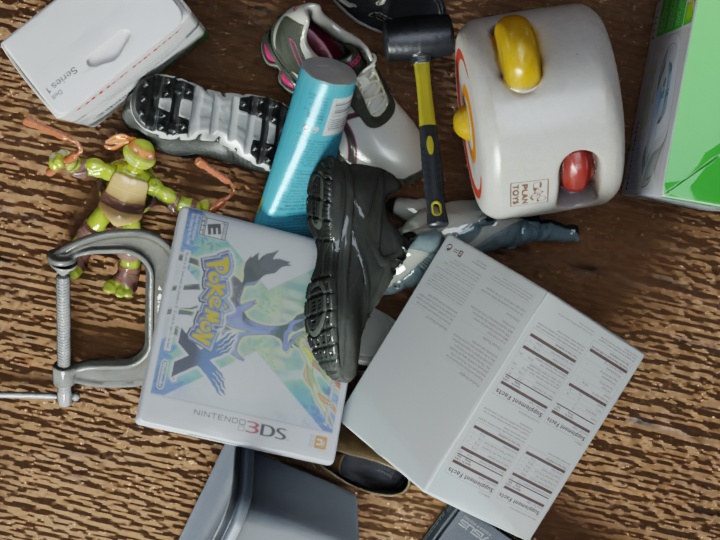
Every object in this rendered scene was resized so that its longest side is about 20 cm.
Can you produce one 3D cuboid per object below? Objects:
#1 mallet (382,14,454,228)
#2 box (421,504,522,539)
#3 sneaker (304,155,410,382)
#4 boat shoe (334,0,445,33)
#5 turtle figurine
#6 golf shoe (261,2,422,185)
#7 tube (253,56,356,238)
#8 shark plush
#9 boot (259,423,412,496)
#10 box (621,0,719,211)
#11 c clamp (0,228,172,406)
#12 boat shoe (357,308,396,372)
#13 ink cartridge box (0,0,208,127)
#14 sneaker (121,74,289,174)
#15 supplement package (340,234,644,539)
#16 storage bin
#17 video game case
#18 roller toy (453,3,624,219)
[{"bbox_3d":[0.050,-0.136,1.395,0.066,0.041,0.201,2,77,1],"label":"mallet"},{"bbox_3d":[0.126,0.336,1.490,0.200,0.051,0.158,37,93,-4],"label":"box"},{"bbox_3d":[0.000,0.000,1.379,0.091,0.076,0.201,3,91,-21],"label":"sneaker"},{"bbox_3d":[0.001,-0.275,1.415,0.200,0.060,0.074,35,90,-22],"label":"boat shoe"},{"bbox_3d":[-0.229,-0.064,1.428,0.200,0.064,0.162,17,116,-17],"label":"turtle figurine"},{"bbox_3d":[-0.007,-0.160,1.430,0.200,0.088,0.077,44,66,-6],"label":"golf shoe"},{"bbox_3d":[-0.052,-0.095,1.414,0.077,0.050,0.200,0,125,-26],"label":"tube"},{"bbox_3d":[0.104,-0.028,1.478,0.200,0.091,0.083,-13,118,-17],"label":"shark plush"},{"bbox_3d":[-0.041,0.161,1.462,0.200,0.075,0.074,21,94,-2],"label":"boot"},{"bbox_3d":[0.316,-0.157,1.404,0.096,0.176,0.201,10,93,-3],"label":"box"},{"bbox_3d":[-0.251,0.047,1.436,0.170,0.027,0.200,5,120,-12],"label":"c clamp"},{"bbox_3d":[-0.050,0.067,1.462,0.200,0.074,0.060,8,136,-18],"label":"boat shoe"},{"bbox_3d":[-0.220,-0.203,1.368,0.146,0.200,0.084,-38,93,0],"label":"ink cartridge box"},{"bbox_3d":[-0.133,-0.132,1.445,0.200,0.090,0.067,14,80,-28],"label":"sneaker"},{"bbox_3d":[0.116,0.105,1.400,0.151,0.152,0.200,30,92,-38],"label":"supplement package"},{"bbox_3d":[-0.090,0.269,1.418,0.134,0.146,0.200,19,117,-13],"label":"storage bin"},{"bbox_3d":[-0.094,0.059,1.396,0.182,0.022,0.200,14,74,-15],"label":"video game case"},{"bbox_3d":[0.153,-0.141,1.393,0.139,0.200,0.183,-9,100,-1],"label":"roller toy"}]
